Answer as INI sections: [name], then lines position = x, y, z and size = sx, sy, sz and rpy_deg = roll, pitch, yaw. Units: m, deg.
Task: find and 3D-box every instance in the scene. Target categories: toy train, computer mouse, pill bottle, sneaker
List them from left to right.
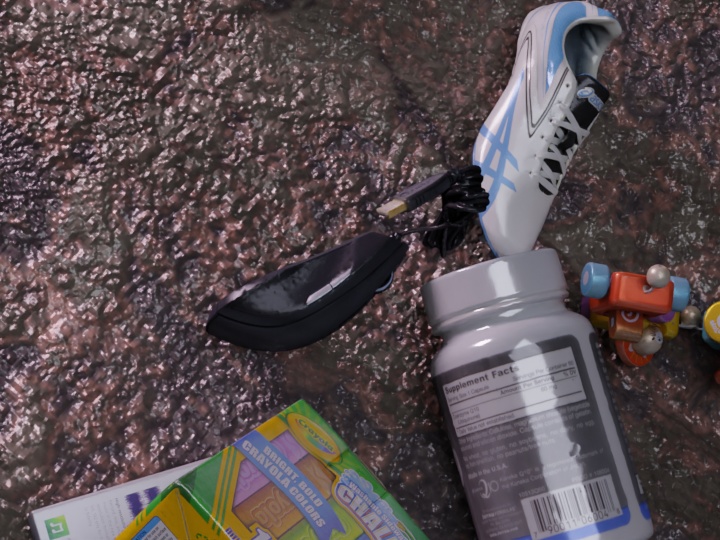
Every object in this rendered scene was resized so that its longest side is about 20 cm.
[computer mouse]
position = 0.000, 0.000, 1.166
size = 0.200, 0.140, 0.046
rpy_deg = -23, 75, -18
[pill bottle]
position = 0.111, 0.093, 1.191
size = 0.114, 0.114, 0.200
rpy_deg = -13, 81, -17
[sneaker]
position = 0.128, -0.098, 1.251
size = 0.072, 0.072, 0.200
rpy_deg = 35, 66, -45
[toy train]
position = 0.226, 0.042, 1.215
size = 0.200, 0.150, 0.056
rpy_deg = 10, 81, -16

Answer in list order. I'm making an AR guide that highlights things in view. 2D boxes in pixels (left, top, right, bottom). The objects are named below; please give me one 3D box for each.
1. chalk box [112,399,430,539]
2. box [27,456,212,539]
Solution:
[chalk box]
position = -0.054, 0.168, 1.064
size = 0.124, 0.124, 0.200
rpy_deg = 47, 27, 7
[box]
position = -0.097, 0.195, 1.158
size = 0.200, 0.036, 0.145
rpy_deg = -15, 82, -16
